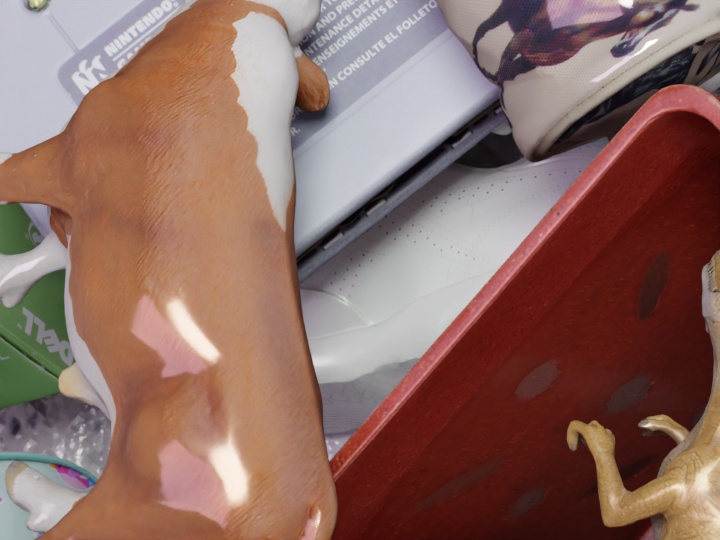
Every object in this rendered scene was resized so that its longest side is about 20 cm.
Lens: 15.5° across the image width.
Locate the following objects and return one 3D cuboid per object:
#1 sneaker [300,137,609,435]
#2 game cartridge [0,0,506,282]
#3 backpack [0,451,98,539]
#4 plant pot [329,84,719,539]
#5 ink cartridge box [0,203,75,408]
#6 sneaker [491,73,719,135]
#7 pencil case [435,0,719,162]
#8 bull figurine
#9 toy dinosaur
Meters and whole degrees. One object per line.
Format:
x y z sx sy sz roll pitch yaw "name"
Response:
0.000 0.000 0.876 0.199 0.075 0.089 -13 67 25 "sneaker"
-0.021 -0.078 0.793 0.200 0.041 0.133 -38 79 1 "game cartridge"
-0.126 0.157 0.869 0.153 0.176 0.201 -24 79 30 "backpack"
0.120 0.091 0.737 0.200 0.176 0.200 -49 69 19 "plant pot"
-0.148 -0.001 0.906 0.103 0.059 0.201 -16 53 28 "ink cartridge box"
0.031 -0.097 0.836 0.199 0.075 0.081 14 129 27 "sneaker"
0.040 -0.126 0.730 0.089 0.078 0.200 -42 70 40 "pencil case"
-0.059 -0.001 0.725 0.121 0.065 0.201 -20 61 22 "bull figurine"
0.083 0.095 0.623 0.106 0.060 0.201 -11 84 27 "toy dinosaur"
